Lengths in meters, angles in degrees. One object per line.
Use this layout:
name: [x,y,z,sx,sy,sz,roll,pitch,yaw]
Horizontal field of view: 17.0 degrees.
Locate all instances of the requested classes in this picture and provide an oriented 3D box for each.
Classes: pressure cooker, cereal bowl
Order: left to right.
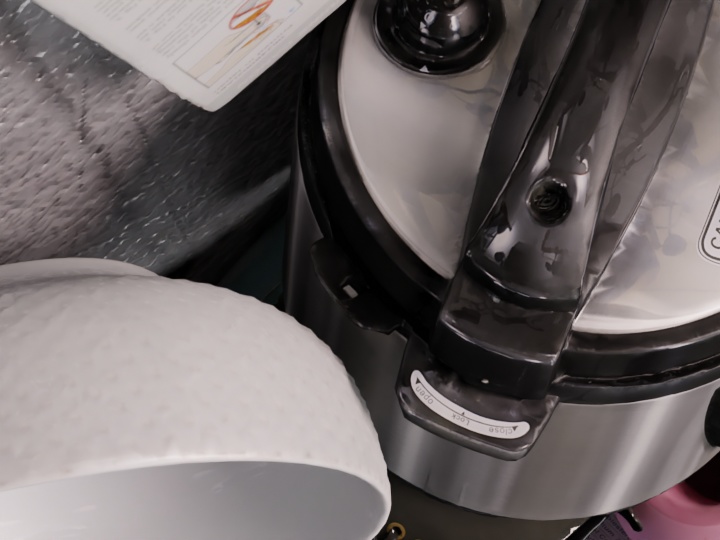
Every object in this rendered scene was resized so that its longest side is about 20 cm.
cereal bowl: [-0.095,0.052,0.706,0.199,0.084,0.200,-12,160,-5]
pressure cooker: [0.062,-0.026,0.737,0.178,0.176,0.200,-18,159,-12]

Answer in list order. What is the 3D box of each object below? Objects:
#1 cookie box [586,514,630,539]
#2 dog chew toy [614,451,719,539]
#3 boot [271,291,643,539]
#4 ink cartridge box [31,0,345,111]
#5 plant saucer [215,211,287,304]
cookie box: [0.051,0.176,0.954,0.200,0.075,0.171,-24,154,-43]
dog chew toy: [0.175,0.065,0.913,0.125,0.125,0.200,-46,152,22]
boot: [-0.015,0.085,0.836,0.200,0.138,0.077,-35,164,-7]
ink cartridge box: [-0.012,-0.118,0.569,0.160,0.047,0.200,-41,170,4]
plant saucer: [0.000,0.000,0.940,0.200,0.027,0.200,-36,164,-12]
